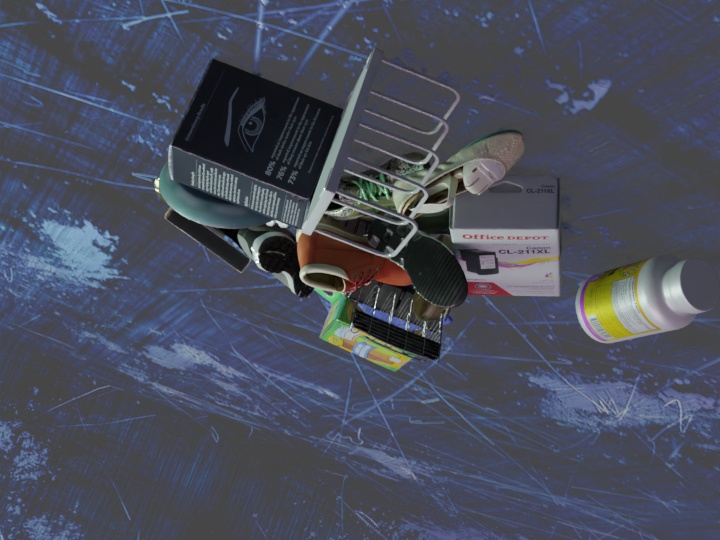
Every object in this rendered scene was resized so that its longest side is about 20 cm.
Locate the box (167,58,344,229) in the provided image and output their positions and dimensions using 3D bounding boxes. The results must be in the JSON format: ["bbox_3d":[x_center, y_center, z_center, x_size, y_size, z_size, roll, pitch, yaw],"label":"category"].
[{"bbox_3d":[-0.138,-0.168,1.467,0.199,0.148,0.104,22,157,1],"label":"box"}]

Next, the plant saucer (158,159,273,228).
[{"bbox_3d":[-0.185,-0.133,1.551,0.199,0.200,0.027,17,132,8],"label":"plant saucer"}]

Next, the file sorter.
[{"bbox_3d":[0.027,-0.135,1.334,0.124,0.201,0.139,21,158,-7],"label":"file sorter"}]

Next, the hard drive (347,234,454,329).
[{"bbox_3d":[0.040,0.023,1.702,0.132,0.025,0.200,-13,132,34],"label":"hard drive"}]

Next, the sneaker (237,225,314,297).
[{"bbox_3d":[-0.118,-0.021,1.690,0.079,0.074,0.200,34,177,34],"label":"sneaker"}]

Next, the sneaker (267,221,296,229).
[{"bbox_3d":[-0.157,-0.113,1.618,0.199,0.089,0.080,7,-177,-3],"label":"sneaker"}]

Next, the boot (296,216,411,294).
[{"bbox_3d":[0.000,0.000,1.576,0.199,0.108,0.075,15,135,-16],"label":"boot"}]

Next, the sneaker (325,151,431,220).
[{"bbox_3d":[0.010,-0.106,1.501,0.199,0.077,0.088,-18,-179,36],"label":"sneaker"}]

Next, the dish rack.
[{"bbox_3d":[0.052,0.076,1.594,0.153,0.200,0.055,21,114,-3],"label":"dish rack"}]

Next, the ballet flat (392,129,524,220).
[{"bbox_3d":[0.129,-0.114,1.398,0.200,0.063,0.067,-23,142,34],"label":"ballet flat"}]

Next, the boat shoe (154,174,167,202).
[{"bbox_3d":[-0.218,-0.151,1.684,0.200,0.066,0.072,-6,130,12],"label":"boat shoe"}]

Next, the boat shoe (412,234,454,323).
[{"bbox_3d":[0.125,0.015,1.617,0.063,0.200,0.073,31,124,-8],"label":"boat shoe"}]

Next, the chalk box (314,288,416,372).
[{"bbox_3d":[0.010,0.073,1.914,0.199,0.124,0.124,23,157,-7],"label":"chalk box"}]

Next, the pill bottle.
[{"bbox_3d":[0.401,0.038,1.527,0.104,0.105,0.200,30,156,-21],"label":"pill bottle"}]

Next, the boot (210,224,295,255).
[{"bbox_3d":[-0.206,-0.090,1.762,0.199,0.070,0.132,22,161,32],"label":"boot"}]

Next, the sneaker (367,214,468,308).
[{"bbox_3d":[0.099,-0.010,1.505,0.088,0.074,0.200,23,-163,-44],"label":"sneaker"}]

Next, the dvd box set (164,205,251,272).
[{"bbox_3d":[-0.246,-0.054,1.741,0.146,0.029,0.200,37,177,-11],"label":"dvd box set"}]

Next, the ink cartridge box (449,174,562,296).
[{"bbox_3d":[0.202,-0.044,1.503,0.145,0.083,0.200,1,153,12],"label":"ink cartridge box"}]

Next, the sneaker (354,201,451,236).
[{"bbox_3d":[0.058,-0.080,1.598,0.199,0.067,0.090,3,147,30],"label":"sneaker"}]

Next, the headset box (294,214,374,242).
[{"bbox_3d":[-0.011,-0.026,1.772,0.199,0.077,0.149,21,157,-6],"label":"headset box"}]
